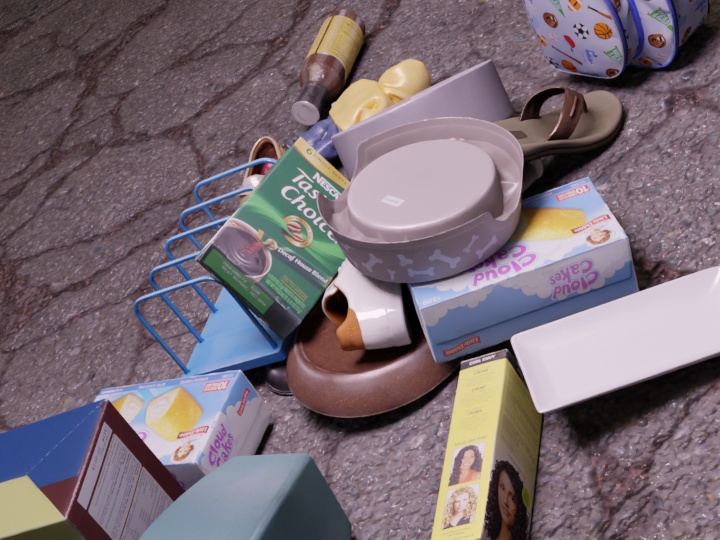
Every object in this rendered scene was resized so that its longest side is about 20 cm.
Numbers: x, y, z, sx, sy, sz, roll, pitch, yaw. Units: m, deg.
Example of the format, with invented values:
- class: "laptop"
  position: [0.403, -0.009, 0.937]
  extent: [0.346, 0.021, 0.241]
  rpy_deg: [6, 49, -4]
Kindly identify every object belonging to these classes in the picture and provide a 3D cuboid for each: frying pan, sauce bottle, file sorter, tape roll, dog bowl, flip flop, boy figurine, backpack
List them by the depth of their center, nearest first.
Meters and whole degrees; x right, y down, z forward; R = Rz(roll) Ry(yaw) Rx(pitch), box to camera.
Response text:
- class: "dog bowl"
  position: [0.060, -0.065, 1.271]
  extent: [0.197, 0.059, 0.201]
  rpy_deg: [-12, 35, 9]
- class: "flip flop"
  position: [0.195, -0.159, 1.411]
  extent: [0.198, 0.058, 0.081]
  rpy_deg: [-15, 34, -28]
- class: "frying pan"
  position: [-0.051, 0.054, 1.444]
  extent: [0.114, 0.031, 0.192]
  rpy_deg: [-17, 38, 23]
- class: "file sorter"
  position: [-0.136, -0.002, 1.456]
  extent: [0.137, 0.123, 0.201]
  rpy_deg: [-17, 35, 33]
- class: "backpack"
  position: [0.274, -0.303, 1.473]
  extent: [0.189, 0.201, 0.155]
  rpy_deg: [11, 57, 41]
- class: "tape roll"
  position: [0.068, -0.160, 1.503]
  extent: [0.198, 0.067, 0.200]
  rpy_deg: [-25, 7, 3]
- class: "boy figurine"
  position: [-0.001, -0.191, 1.685]
  extent: [0.199, 0.065, 0.124]
  rpy_deg: [-36, 31, -3]
- class: "sauce bottle"
  position: [-0.047, -0.272, 1.834]
  extent: [0.064, 0.065, 0.201]
  rpy_deg: [-11, 38, 32]

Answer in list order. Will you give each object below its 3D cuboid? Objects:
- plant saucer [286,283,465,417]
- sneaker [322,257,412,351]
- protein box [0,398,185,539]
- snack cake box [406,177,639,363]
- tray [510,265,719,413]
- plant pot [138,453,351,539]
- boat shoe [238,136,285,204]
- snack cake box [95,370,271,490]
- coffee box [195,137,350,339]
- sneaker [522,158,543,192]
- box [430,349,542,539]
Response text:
- class: "plant saucer"
  position: [0.015, 0.061, 1.334]
  extent: [0.197, 0.035, 0.202]
  rpy_deg: [-15, 36, 11]
- class: "sneaker"
  position: [0.000, 0.000, 1.327]
  extent: [0.083, 0.073, 0.201]
  rpy_deg: [-13, 36, 8]
- class: "protein box"
  position: [-0.260, 0.251, 1.205]
  extent: [0.196, 0.201, 0.136]
  rpy_deg: [-19, 34, 23]
- class: "snack cake box"
  position: [0.143, -0.001, 1.259]
  extent: [0.197, 0.068, 0.115]
  rpy_deg: [-19, 32, 0]
- class: "tray"
  position: [0.232, 0.062, 1.143]
  extent: [0.197, 0.022, 0.108]
  rpy_deg: [-19, 33, 4]
- class: "plant pot"
  position: [-0.097, 0.254, 1.120]
  extent: [0.140, 0.142, 0.201]
  rpy_deg: [-8, 33, 35]
- class: "boat shoe"
  position: [-0.119, -0.088, 1.649]
  extent: [0.073, 0.070, 0.201]
  rpy_deg: [-21, 36, 17]
- class: "snack cake box"
  position: [-0.198, 0.174, 1.363]
  extent: [0.198, 0.068, 0.116]
  rpy_deg: [-10, 38, 34]
- class: "coffee box"
  position: [-0.070, -0.037, 1.388]
  extent: [0.044, 0.123, 0.200]
  rpy_deg: [-42, 8, 44]
- class: "sneaker"
  position: [0.102, -0.079, 1.428]
  extent: [0.199, 0.075, 0.100]
  rpy_deg: [-35, 30, 0]
- class: "box"
  position: [0.106, 0.163, 1.107]
  extent: [0.050, 0.076, 0.202]
  rpy_deg: [-18, 36, 27]
